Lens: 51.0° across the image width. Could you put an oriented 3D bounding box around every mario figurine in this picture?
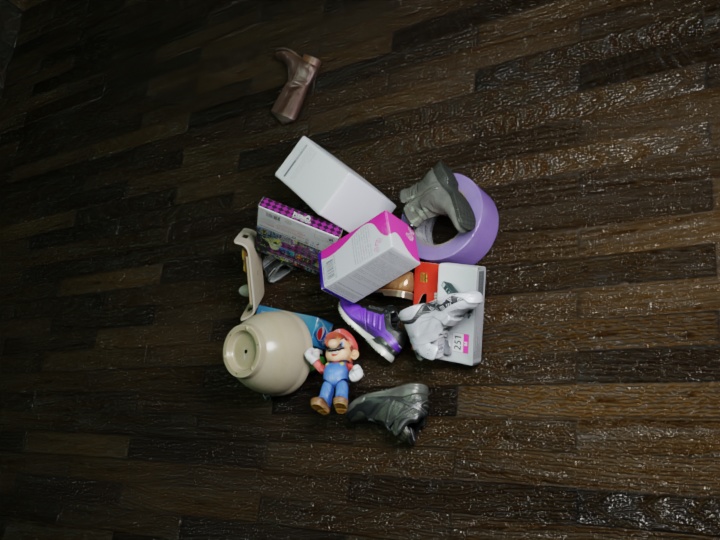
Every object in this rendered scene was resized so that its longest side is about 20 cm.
[{"bbox_3d":[-0.061,0.207,1.654,0.106,0.123,0.200,116,166,-48],"label":"mario figurine"}]

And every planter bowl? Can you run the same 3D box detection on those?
[{"bbox_3d":[-0.227,0.187,1.730,0.200,0.135,0.201,-6,80,35],"label":"planter bowl"}]

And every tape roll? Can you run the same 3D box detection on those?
[{"bbox_3d":[0.193,-0.104,1.643,0.200,0.085,0.201,-14,65,32],"label":"tape roll"}]

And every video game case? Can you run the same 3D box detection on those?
[{"bbox_3d":[-0.147,-0.072,1.768,0.200,0.181,0.036,21,56,4],"label":"video game case"}]

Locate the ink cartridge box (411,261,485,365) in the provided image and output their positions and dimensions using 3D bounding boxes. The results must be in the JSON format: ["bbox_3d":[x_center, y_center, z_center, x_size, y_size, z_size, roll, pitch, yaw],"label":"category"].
[{"bbox_3d":[0.171,0.084,1.569,0.173,0.044,0.201,6,97,37],"label":"ink cartridge box"}]

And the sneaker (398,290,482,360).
[{"bbox_3d":[0.169,0.111,1.501,0.200,0.075,0.115,-21,82,42],"label":"sneaker"}]

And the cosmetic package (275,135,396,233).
[{"bbox_3d":[-0.057,-0.189,1.782,0.123,0.199,0.200,-52,51,8],"label":"cosmetic package"}]

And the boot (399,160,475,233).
[{"bbox_3d":[0.158,-0.125,1.589,0.131,0.068,0.200,-39,46,24],"label":"boot"}]

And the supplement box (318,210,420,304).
[{"bbox_3d":[0.016,-0.026,1.624,0.200,0.103,0.101,-32,48,31],"label":"supplement box"}]

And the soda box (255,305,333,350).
[{"bbox_3d":[-0.166,0.137,1.822,0.200,0.064,0.068,8,77,39],"label":"soda box"}]

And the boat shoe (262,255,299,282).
[{"bbox_3d":[-0.164,-0.032,1.893,0.200,0.072,0.071,-34,63,34],"label":"boat shoe"}]

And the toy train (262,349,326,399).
[{"bbox_3d":[-0.163,0.248,1.794,0.200,0.042,0.057,-32,67,23],"label":"toy train"}]

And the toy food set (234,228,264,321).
[{"bbox_3d":[-0.283,0.007,1.865,0.060,0.144,0.201,-3,105,3],"label":"toy food set"}]

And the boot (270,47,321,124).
[{"bbox_3d":[-0.214,-0.517,2.123,0.186,0.064,0.200,26,93,42],"label":"boot"}]

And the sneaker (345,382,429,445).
[{"bbox_3d":[0.054,0.312,1.584,0.199,0.076,0.115,-17,56,24],"label":"sneaker"}]

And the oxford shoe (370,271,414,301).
[{"bbox_3d":[0.053,0.026,1.689,0.200,0.071,0.071,3,79,50],"label":"oxford shoe"}]

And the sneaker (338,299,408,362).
[{"bbox_3d":[0.037,0.110,1.688,0.100,0.070,0.200,-49,55,2],"label":"sneaker"}]
